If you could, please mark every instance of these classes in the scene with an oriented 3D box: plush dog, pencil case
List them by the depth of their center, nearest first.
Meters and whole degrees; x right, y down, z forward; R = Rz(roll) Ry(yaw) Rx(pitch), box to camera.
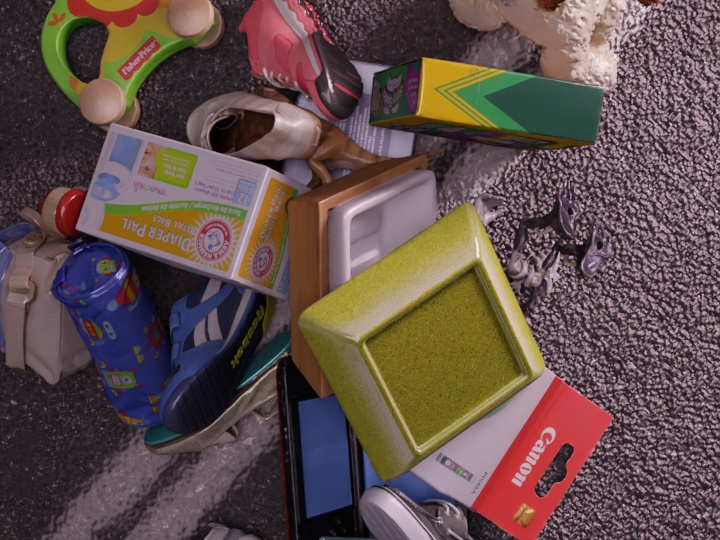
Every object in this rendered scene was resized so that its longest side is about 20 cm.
[{"bbox_3d":[0.206,-0.294,1.512,0.199,0.161,0.172,35,67,2],"label":"plush dog"},{"bbox_3d":[-0.236,0.064,1.521,0.086,0.079,0.201,-8,132,13],"label":"pencil case"}]

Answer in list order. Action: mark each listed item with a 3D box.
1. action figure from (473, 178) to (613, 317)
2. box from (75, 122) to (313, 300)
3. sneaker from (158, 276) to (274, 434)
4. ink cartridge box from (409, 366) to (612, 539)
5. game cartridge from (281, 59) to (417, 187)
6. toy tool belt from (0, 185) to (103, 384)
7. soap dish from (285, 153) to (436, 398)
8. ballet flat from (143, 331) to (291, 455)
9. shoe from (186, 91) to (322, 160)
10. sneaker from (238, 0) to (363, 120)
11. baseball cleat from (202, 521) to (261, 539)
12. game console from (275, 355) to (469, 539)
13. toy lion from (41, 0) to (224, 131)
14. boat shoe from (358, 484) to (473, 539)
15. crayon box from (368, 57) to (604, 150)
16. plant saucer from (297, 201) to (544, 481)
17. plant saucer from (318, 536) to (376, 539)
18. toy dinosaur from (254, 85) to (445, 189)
[{"bbox_3d":[0.152,-0.012,1.528,0.119,0.103,0.199,40,136,-23],"label":"action figure"},{"bbox_3d":[-0.154,-0.056,1.486,0.198,0.101,0.114,16,86,31],"label":"box"},{"bbox_3d":[-0.155,0.076,1.535,0.081,0.074,0.201,13,49,19],"label":"sneaker"},{"bbox_3d":[0.136,0.159,1.526,0.199,0.050,0.162,34,88,-9],"label":"ink cartridge box"},{"bbox_3d":[-0.012,-0.110,1.573,0.131,0.041,0.203,9,91,1],"label":"game cartridge"},{"bbox_3d":[-0.324,0.004,1.553,0.122,0.124,0.202,17,116,31],"label":"toy tool belt"},{"bbox_3d":[0.000,0.000,1.479,0.081,0.157,0.202,20,122,35],"label":"soap dish"},{"bbox_3d":[-0.126,0.140,1.572,0.199,0.068,0.063,-34,116,6],"label":"ballet flat"},{"bbox_3d":[-0.117,-0.141,1.516,0.053,0.199,0.071,4,92,-40],"label":"shoe"},{"bbox_3d":[-0.063,-0.204,1.534,0.087,0.074,0.201,-40,49,17],"label":"sneaker"},{"bbox_3d":[-0.162,0.356,1.580,0.105,0.070,0.202,19,83,11],"label":"baseball cleat"},{"bbox_3d":[0.013,0.177,1.536,0.118,0.172,0.203,-5,90,31],"label":"game console"},{"bbox_3d":[-0.248,-0.271,1.583,0.200,0.069,0.192,-44,80,4],"label":"toy lion"},{"bbox_3d":[0.070,0.256,1.521,0.071,0.072,0.200,-55,130,-18],"label":"boat shoe"},{"bbox_3d":[0.111,-0.154,1.460,0.170,0.200,0.059,9,91,-13],"label":"crayon box"},{"bbox_3d":[0.070,0.075,1.429,0.199,0.048,0.201,-33,116,-12],"label":"plant saucer"},{"bbox_3d":[-0.048,0.343,1.533,0.069,0.019,0.201,8,119,-35],"label":"plant saucer"},{"bbox_3d":[-0.029,-0.116,1.528,0.198,0.060,0.107,27,91,4],"label":"toy dinosaur"}]
